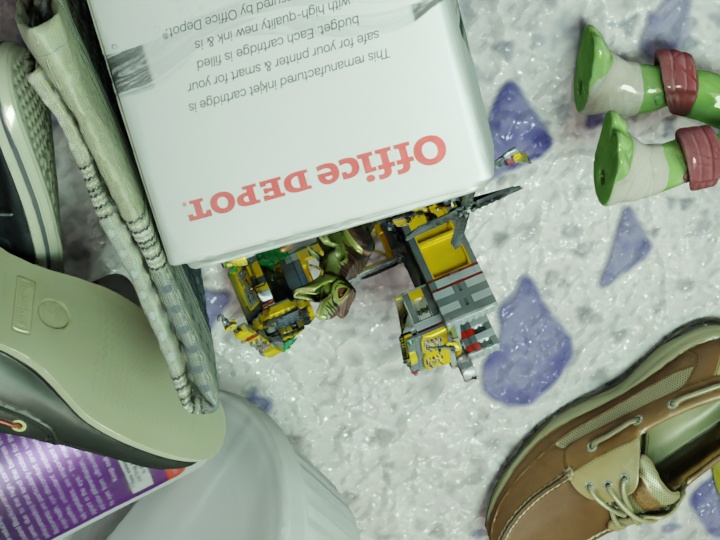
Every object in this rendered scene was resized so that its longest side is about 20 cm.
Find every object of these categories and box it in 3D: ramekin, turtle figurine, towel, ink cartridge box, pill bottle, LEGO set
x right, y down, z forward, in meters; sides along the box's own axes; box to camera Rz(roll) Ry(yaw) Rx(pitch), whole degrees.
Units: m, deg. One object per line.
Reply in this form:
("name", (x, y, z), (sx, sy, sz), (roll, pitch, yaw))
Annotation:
("ramekin", (-0.086, 0.173, 0.949), (0.202, 0.203, 0.094), (-43, 133, 12))
("turtle figurine", (0.218, -0.098, 0.897), (0.192, 0.200, 0.146), (-1, 85, -8))
("towel", (-0.117, -0.054, 0.800), (0.034, 0.193, 0.202), (-20, 116, 0))
("ink cartridge box", (-0.036, -0.119, 0.734), (0.144, 0.084, 0.202), (-14, 101, 8))
("pill bottle", (-0.187, 0.092, 0.885), (0.199, 0.111, 0.112), (-26, 123, -12))
("LEGO set", (0.000, 0.000, 0.872), (0.152, 0.117, 0.201), (-18, 153, -12))

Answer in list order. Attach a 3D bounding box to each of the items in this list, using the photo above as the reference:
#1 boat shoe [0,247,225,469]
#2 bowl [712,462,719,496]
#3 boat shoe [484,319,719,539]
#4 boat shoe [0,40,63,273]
("boat shoe", (-0.155, 0.040, 0.806), (0.200, 0.074, 0.063), (29, 131, -23))
("bowl", (0.326, 0.123, 1.066), (0.198, 0.108, 0.202), (-6, 120, -11))
("boat shoe", (0.160, 0.113, 1.038), (0.200, 0.074, 0.076), (-43, 119, 12))
("boat shoe", (-0.174, -0.039, 0.831), (0.062, 0.075, 0.200), (-3, 157, -9))
